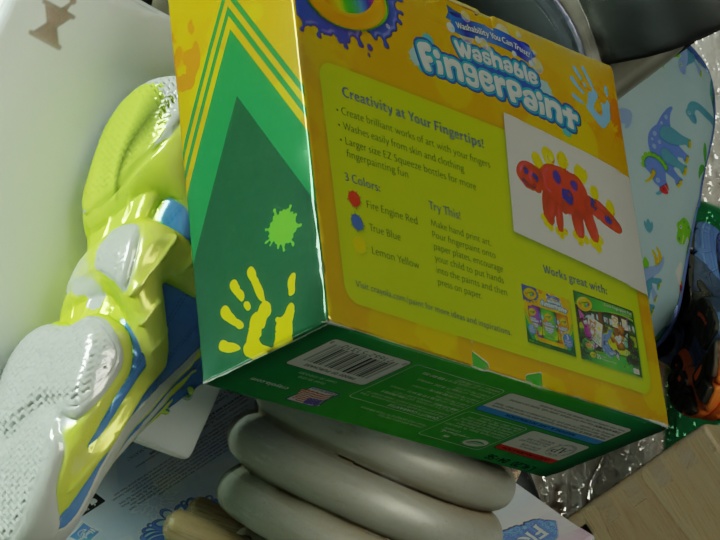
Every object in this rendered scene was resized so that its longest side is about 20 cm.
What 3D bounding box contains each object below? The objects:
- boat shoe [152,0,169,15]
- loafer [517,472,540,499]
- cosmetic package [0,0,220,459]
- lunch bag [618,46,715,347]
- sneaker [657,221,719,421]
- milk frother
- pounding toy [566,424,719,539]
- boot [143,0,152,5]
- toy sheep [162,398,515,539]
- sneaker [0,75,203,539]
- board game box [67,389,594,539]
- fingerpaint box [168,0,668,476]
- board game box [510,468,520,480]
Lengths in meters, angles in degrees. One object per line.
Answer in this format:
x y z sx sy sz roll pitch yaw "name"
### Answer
-0.155 -0.192 1.430 0.066 0.074 0.200 -38 94 -33 "boat shoe"
0.062 0.146 1.519 0.201 0.068 0.070 61 40 -14 "loafer"
-0.150 -0.039 1.275 0.167 0.200 0.167 27 83 -31 "cosmetic package"
0.111 -0.062 1.609 0.161 0.082 0.201 33 59 -36 "lunch bag"
0.208 0.037 1.623 0.078 0.076 0.200 19 24 -8 "sneaker"
0.114 -0.191 1.483 0.188 0.180 0.200 -37 94 -41 "milk frother"
0.195 0.197 1.557 0.184 0.142 0.200 58 14 13 "pounding toy"
-0.184 -0.192 1.368 0.173 0.069 0.201 -6 73 -4 "boot"
0.002 0.084 1.248 0.138 0.138 0.201 19 97 -35 "toy sheep"
-0.074 0.029 1.169 0.105 0.076 0.201 25 83 -32 "sneaker"
-0.032 0.136 1.348 0.200 0.199 0.043 -32 138 -30 "board game box"
0.023 -0.022 1.163 0.200 0.073 0.167 17 57 -44 "fingerpaint box"
0.000 0.000 1.391 0.159 0.200 0.097 21 104 -17 "board game box"
